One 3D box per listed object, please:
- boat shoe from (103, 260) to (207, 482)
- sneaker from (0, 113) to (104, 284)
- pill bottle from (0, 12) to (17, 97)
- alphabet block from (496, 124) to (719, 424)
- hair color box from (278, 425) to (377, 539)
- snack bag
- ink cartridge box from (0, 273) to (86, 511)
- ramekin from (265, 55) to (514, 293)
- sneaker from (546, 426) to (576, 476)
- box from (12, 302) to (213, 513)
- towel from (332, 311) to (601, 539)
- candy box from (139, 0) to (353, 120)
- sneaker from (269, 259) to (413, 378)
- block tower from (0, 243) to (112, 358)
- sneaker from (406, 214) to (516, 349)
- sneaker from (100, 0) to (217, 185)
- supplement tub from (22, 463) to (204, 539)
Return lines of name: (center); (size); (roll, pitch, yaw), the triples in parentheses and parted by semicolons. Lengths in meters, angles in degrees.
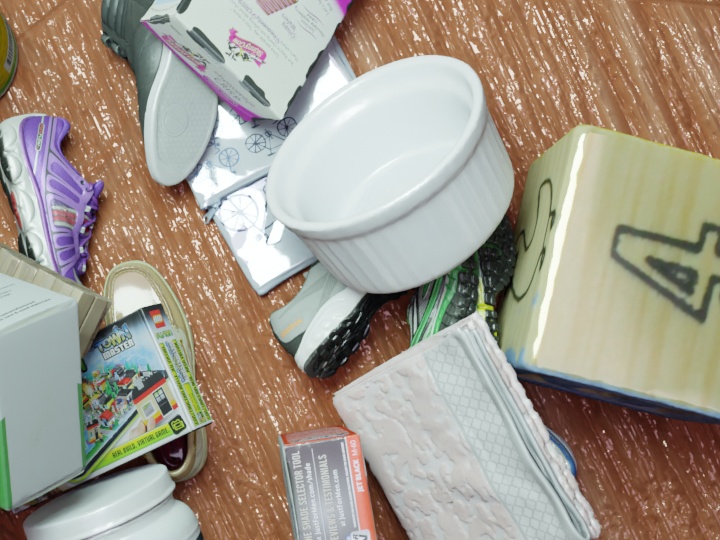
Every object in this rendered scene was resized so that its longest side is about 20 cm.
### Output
boat shoe: (-0.177, 0.086, 1.066); (0.074, 0.066, 0.201); (-18, 86, -5)
sneaker: (-0.258, -0.042, 1.071); (0.083, 0.081, 0.201); (-14, 92, -23)
pill bottle: (-0.358, -0.202, 1.013); (0.110, 0.200, 0.112); (0, 85, -4)
alphabet block: (0.232, 0.011, 1.039); (0.195, 0.195, 0.201); (14, 83, -4)
hair color box: (-0.028, 0.187, 1.000); (0.064, 0.200, 0.112); (-9, 86, -4)
snack bag: (-0.065, -0.100, 1.114); (0.188, 0.021, 0.201); (-29, 87, -6)
ink cartridge box: (-0.310, 0.074, 0.934); (0.199, 0.083, 0.147); (15, 115, 32)
ramekin: (0.030, -0.075, 1.015); (0.200, 0.200, 0.098); (-40, 125, -6)
sneaker: (0.105, 0.133, 1.076); (0.199, 0.077, 0.076); (26, 85, 2)
box: (-0.231, 0.118, 1.033); (0.199, 0.035, 0.111); (-27, 85, 22)
towel: (0.078, 0.156, 0.993); (0.032, 0.191, 0.201); (-24, 82, -43)
candy box: (-0.080, -0.248, 1.057); (0.136, 0.061, 0.201); (43, 67, -34)
sneaker: (0.000, 0.000, 1.085); (0.079, 0.074, 0.200); (38, 75, 28)
block tower: (-0.292, 0.010, 0.997); (0.199, 0.054, 0.058); (26, 88, 28)
sneaker: (0.075, 0.012, 1.058); (0.078, 0.085, 0.201); (31, 62, -36)
sneaker: (-0.183, -0.177, 1.085); (0.070, 0.099, 0.201); (-3, 98, -47)
supplement tub: (-0.182, 0.275, 1.000); (0.140, 0.140, 0.201); (-19, 96, -5)
